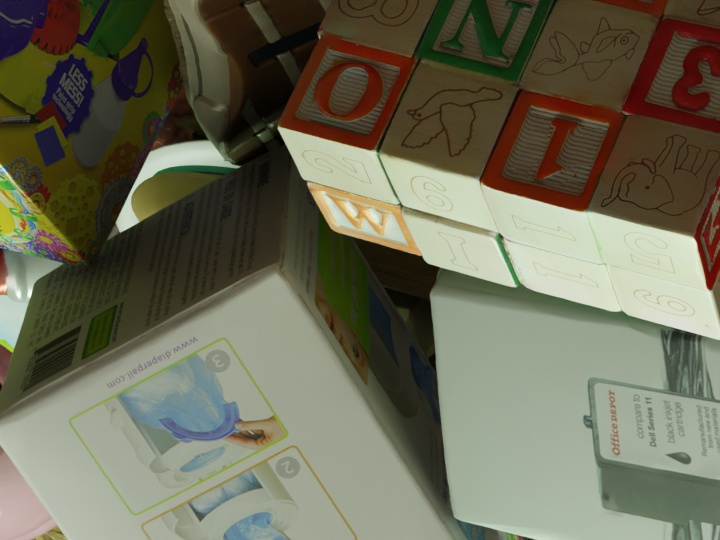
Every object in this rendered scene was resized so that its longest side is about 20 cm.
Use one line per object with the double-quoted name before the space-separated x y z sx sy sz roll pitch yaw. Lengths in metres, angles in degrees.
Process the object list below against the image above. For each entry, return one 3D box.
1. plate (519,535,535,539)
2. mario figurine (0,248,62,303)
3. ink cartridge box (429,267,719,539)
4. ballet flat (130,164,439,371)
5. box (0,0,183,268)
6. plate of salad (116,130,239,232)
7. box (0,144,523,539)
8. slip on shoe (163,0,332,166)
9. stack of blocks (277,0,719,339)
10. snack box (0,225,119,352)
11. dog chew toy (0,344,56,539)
"plate" 0.166 0.076 0.709 0.200 0.200 0.032 -134 36 -60
"mario figurine" -0.173 -0.038 0.916 0.200 0.123 0.106 -29 153 31
"ink cartridge box" 0.140 0.028 0.677 0.200 0.147 0.083 11 117 34
"ballet flat" 0.013 0.016 0.815 0.200 0.063 0.069 15 153 -2
"box" -0.176 -0.116 0.734 0.193 0.122 0.200 12 156 28
"plate of salad" 0.000 0.000 0.920 0.200 0.048 0.200 19 155 9
"box" -0.016 0.080 0.753 0.200 0.101 0.113 58 -168 -19
"slip on shoe" -0.030 -0.088 0.734 0.200 0.076 0.061 62 -176 -75
"stack of blocks" 0.095 -0.047 0.607 0.200 0.115 0.059 15 158 22
"snack box" -0.092 0.038 1.114 0.142 0.053 0.200 6 153 44
"dog chew toy" -0.199 0.095 1.290 0.125 0.125 0.200 22 167 7
